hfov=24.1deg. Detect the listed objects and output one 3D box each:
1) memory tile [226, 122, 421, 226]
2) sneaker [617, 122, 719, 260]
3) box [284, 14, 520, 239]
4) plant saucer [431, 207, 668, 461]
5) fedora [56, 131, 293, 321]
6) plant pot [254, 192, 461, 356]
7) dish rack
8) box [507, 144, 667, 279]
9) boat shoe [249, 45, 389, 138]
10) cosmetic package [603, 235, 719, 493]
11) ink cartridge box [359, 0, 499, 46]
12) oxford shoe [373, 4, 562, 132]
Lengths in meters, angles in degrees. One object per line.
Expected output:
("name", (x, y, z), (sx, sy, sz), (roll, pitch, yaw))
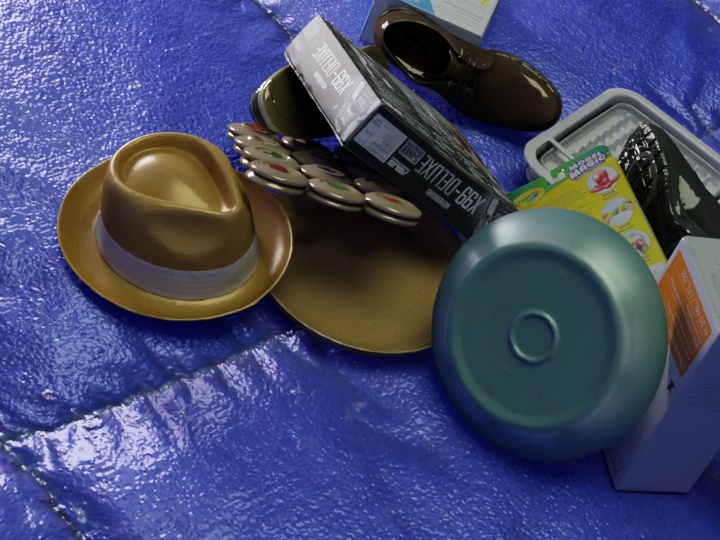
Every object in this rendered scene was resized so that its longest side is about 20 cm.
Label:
("memory tile", (-0.033, -0.085, 1.428), (0.152, 0.017, 0.200), (15, 13, -15))
("sneaker", (0.293, -0.045, 1.522), (0.090, 0.076, 0.202), (5, 53, -33))
("box", (0.037, -0.118, 1.457), (0.199, 0.050, 0.158), (34, 16, -40))
("plant saucer", (0.141, 0.051, 1.326), (0.200, 0.201, 0.036), (42, 17, 19))
("fedora", (-0.148, -0.050, 1.363), (0.198, 0.082, 0.202), (4, 47, -4))
("plant pot", (0.000, 0.000, 1.438), (0.198, 0.028, 0.201), (12, 46, -12))
("dish rack", (0.258, -0.085, 1.616), (0.171, 0.044, 0.199), (39, 46, 17))
("box", (0.202, -0.011, 1.477), (0.116, 0.048, 0.201), (-27, 53, 10))
("boat shoe", (-0.044, -0.156, 1.532), (0.200, 0.066, 0.072), (-30, 104, -53))
("cosmetic package", (0.258, 0.078, 1.343), (0.070, 0.201, 0.102), (4, 46, -19))
("ink cartridge box", (0.086, -0.290, 1.724), (0.114, 0.068, 0.201), (24, 43, 1))
("oxford shoe", (0.100, -0.182, 1.603), (0.198, 0.073, 0.084), (24, 14, -2))
